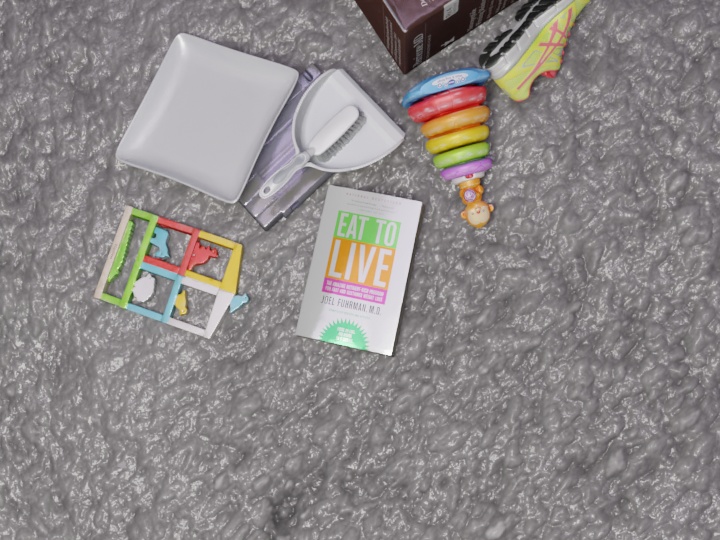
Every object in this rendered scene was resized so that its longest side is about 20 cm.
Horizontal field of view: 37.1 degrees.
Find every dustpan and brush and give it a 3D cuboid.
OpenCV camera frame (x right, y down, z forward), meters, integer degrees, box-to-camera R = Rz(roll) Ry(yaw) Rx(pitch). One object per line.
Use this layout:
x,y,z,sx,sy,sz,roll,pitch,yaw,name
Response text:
-0.054,-0.159,1.387,0.200,0.057,0.140,-44,82,-4,dustpan and brush

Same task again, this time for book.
0.000,0.000,1.405,0.131,0.048,0.203,11,84,8,book

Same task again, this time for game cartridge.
-0.093,-0.163,1.436,0.200,0.038,0.130,-42,86,-4,game cartridge

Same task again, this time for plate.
-0.201,-0.201,1.425,0.197,0.032,0.202,21,78,19,plate

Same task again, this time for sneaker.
0.244,-0.305,1.430,0.200,0.078,0.091,-45,115,-13,sneaker

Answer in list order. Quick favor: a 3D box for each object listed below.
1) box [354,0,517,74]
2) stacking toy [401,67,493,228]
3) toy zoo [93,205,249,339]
0.095,-0.397,1.395,0.199,0.166,0.165,-33,82,-2,box
0.131,-0.154,1.400,0.114,0.110,0.203,-14,92,-2,stacking toy
-0.239,0.007,1.422,0.197,0.020,0.133,18,83,5,toy zoo
